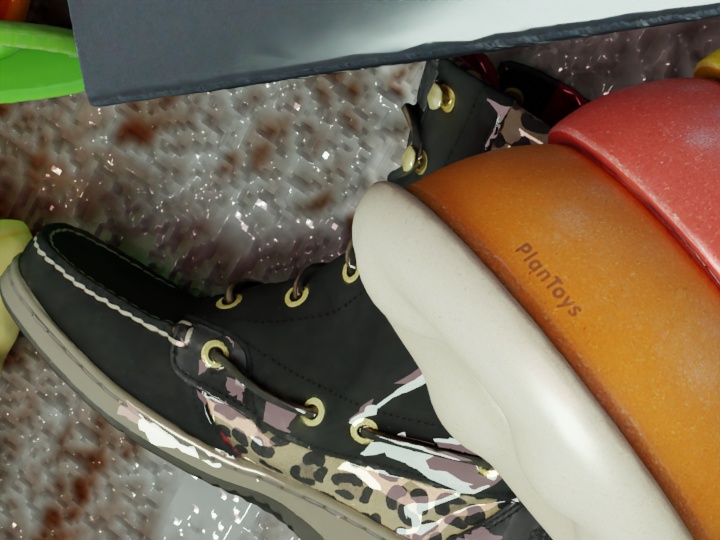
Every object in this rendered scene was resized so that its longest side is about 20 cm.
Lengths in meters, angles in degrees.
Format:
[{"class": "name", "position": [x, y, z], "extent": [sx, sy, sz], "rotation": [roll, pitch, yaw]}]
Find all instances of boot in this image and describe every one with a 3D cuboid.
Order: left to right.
[{"class": "boot", "position": [0.000, 0.000, 0.880], "extent": [0.200, 0.073, 0.151], "rotation": [33, 108, 20]}]

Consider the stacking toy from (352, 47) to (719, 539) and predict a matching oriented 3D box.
[{"class": "stacking toy", "position": [0.111, -0.012, 0.768], "extent": [0.200, 0.146, 0.146], "rotation": [-37, 84, -5]}]

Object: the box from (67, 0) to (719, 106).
[{"class": "box", "position": [0.046, -0.122, 0.767], "extent": [0.196, 0.200, 0.118], "rotation": [-7, 97, 24]}]

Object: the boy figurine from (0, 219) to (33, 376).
[{"class": "boy figurine", "position": [-0.174, 0.056, 0.970], "extent": [0.200, 0.064, 0.125], "rotation": [-37, 82, 28]}]

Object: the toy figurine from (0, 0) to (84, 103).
[{"class": "toy figurine", "position": [-0.165, -0.147, 0.913], "extent": [0.200, 0.150, 0.185], "rotation": [-7, 83, 48]}]
